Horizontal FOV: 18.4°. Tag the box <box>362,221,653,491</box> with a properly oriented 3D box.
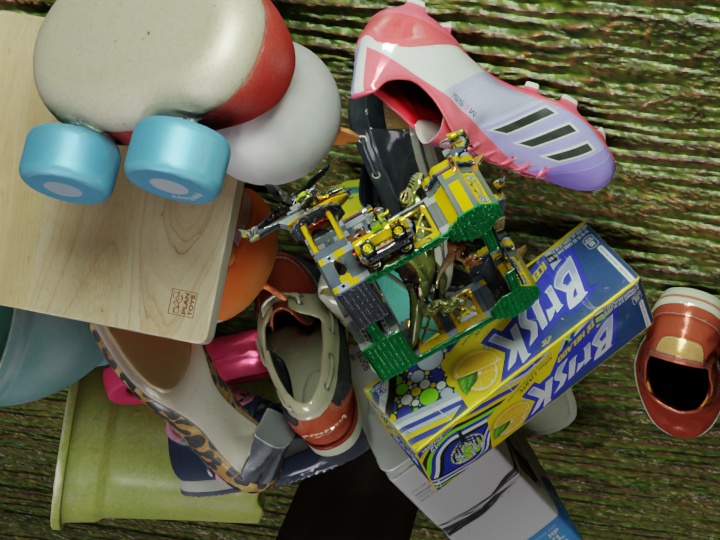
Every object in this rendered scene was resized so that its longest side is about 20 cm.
[{"bbox_3d":[0.106,0.059,1.558,0.070,0.200,0.064,48,172,35],"label":"box"}]

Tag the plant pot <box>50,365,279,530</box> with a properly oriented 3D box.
[{"bbox_3d":[-0.166,0.146,1.968,0.183,0.202,0.201,11,154,-3],"label":"plant pot"}]

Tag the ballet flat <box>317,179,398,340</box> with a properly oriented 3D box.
[{"bbox_3d":[0.000,0.000,1.661,0.067,0.067,0.201,2,143,2],"label":"ballet flat"}]

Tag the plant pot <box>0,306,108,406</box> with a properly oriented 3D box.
[{"bbox_3d":[-0.259,0.014,1.785,0.134,0.202,0.200,4,166,-34],"label":"plant pot"}]

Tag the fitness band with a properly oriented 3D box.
[{"bbox_3d":[-0.113,0.076,1.828,0.199,0.038,0.144,-12,176,1],"label":"fitness band"}]

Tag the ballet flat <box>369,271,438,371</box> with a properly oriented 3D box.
[{"bbox_3d":[0.047,0.058,1.609,0.200,0.071,0.067,33,170,-34],"label":"ballet flat"}]

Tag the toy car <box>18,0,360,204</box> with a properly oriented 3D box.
[{"bbox_3d":[-0.089,-0.111,1.416,0.176,0.185,0.200,0,159,37],"label":"toy car"}]

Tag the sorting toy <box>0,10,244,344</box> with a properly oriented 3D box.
[{"bbox_3d":[-0.172,-0.063,1.550,0.198,0.201,0.070,10,177,13],"label":"sorting toy"}]

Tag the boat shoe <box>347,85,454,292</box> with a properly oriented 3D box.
[{"bbox_3d":[0.031,-0.057,1.523,0.062,0.075,0.200,-4,143,9],"label":"boat shoe"}]

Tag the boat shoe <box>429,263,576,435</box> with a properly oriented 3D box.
[{"bbox_3d":[0.103,0.058,1.722,0.071,0.061,0.201,-30,133,19],"label":"boat shoe"}]

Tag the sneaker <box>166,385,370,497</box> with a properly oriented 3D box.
[{"bbox_3d":[-0.080,0.132,1.821,0.199,0.070,0.083,-13,100,30],"label":"sneaker"}]

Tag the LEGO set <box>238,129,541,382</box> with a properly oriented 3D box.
[{"bbox_3d":[0.024,-0.028,1.426,0.153,0.116,0.200,-33,153,9],"label":"LEGO set"}]

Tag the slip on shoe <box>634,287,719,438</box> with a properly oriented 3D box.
[{"bbox_3d":[0.238,0.082,1.662,0.074,0.061,0.200,14,155,11],"label":"slip on shoe"}]

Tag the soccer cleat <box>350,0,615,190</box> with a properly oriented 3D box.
[{"bbox_3d":[0.077,-0.095,1.421,0.200,0.077,0.067,34,152,-23],"label":"soccer cleat"}]

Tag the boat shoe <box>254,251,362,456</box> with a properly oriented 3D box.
[{"bbox_3d":[-0.048,0.052,1.698,0.071,0.201,0.063,-28,135,10],"label":"boat shoe"}]

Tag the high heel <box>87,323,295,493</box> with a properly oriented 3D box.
[{"bbox_3d":[-0.143,0.101,1.737,0.200,0.072,0.143,36,156,5],"label":"high heel"}]

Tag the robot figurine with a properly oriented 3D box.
[{"bbox_3d":[-0.145,-0.034,1.658,0.199,0.117,0.144,32,136,-23],"label":"robot figurine"}]

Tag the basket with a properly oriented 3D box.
[{"bbox_3d":[-0.024,0.275,2.069,0.135,0.201,0.181,20,155,1],"label":"basket"}]

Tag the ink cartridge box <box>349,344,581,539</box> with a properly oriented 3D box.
[{"bbox_3d":[0.079,0.147,1.796,0.084,0.145,0.200,-36,133,8],"label":"ink cartridge box"}]
